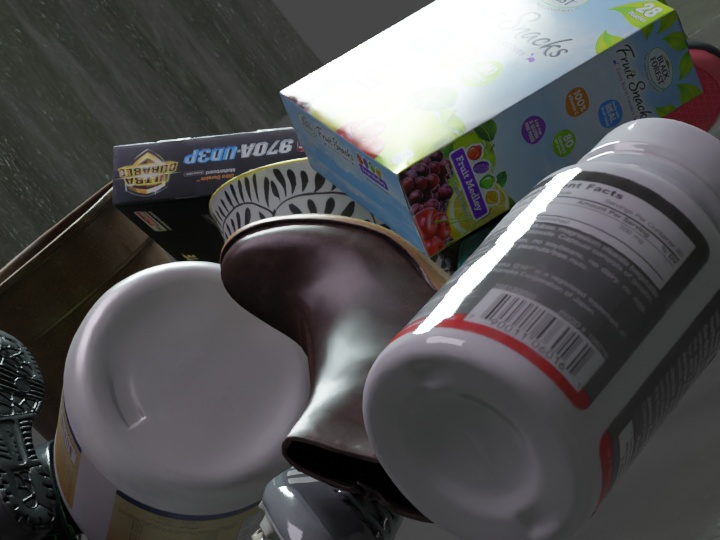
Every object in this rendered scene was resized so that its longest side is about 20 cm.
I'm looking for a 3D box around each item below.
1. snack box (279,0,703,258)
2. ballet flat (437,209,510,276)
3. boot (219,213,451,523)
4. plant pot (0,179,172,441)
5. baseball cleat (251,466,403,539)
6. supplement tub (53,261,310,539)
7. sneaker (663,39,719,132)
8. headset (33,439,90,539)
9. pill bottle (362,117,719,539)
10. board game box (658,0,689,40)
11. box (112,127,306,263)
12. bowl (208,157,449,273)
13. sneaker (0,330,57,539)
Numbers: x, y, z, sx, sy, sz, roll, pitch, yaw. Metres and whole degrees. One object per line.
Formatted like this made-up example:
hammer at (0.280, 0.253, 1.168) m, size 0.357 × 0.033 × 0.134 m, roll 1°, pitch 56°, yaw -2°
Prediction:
snack box at (0.076, -0.108, 1.608) m, size 0.200 × 0.068 × 0.169 m, roll -30°, pitch 31°, yaw -14°
ballet flat at (0.082, -0.008, 1.582) m, size 0.072 × 0.072 × 0.200 m, roll -37°, pitch 20°, yaw 16°
boot at (-0.005, 0.044, 1.314) m, size 0.166 × 0.200 × 0.072 m, roll -45°, pitch -29°, yaw -58°
plant pot at (-0.198, 0.064, 2.075) m, size 0.200 × 0.198 × 0.200 m, roll -39°, pitch 7°, yaw 5°
baseball cleat at (0.003, 0.104, 1.341) m, size 0.106 × 0.070 × 0.200 m, roll -39°, pitch 8°, yaw 6°
supplement tub at (-0.101, 0.092, 1.517) m, size 0.144 × 0.144 × 0.200 m, roll -42°, pitch -9°, yaw -21°
sneaker at (0.154, -0.060, 1.651) m, size 0.200 × 0.074 × 0.087 m, roll -39°, pitch 24°, yaw 21°
headset at (-0.164, 0.163, 1.677) m, size 0.094 × 0.124 × 0.200 m, roll -20°, pitch -3°, yaw 1°
pill bottle at (0.098, 0.023, 1.184) m, size 0.114 × 0.114 × 0.200 m, roll -31°, pitch 11°, yaw 48°
board game box at (0.130, -0.144, 1.838) m, size 0.200 × 0.135 × 0.045 m, roll -36°, pitch 4°, yaw -31°
box at (-0.065, -0.044, 1.847) m, size 0.159 × 0.046 × 0.200 m, roll -5°, pitch -17°, yaw 13°
bowl at (0.000, 0.000, 1.754) m, size 0.200 × 0.094 × 0.201 m, roll -2°, pitch -18°, yaw -1°
sneaker at (-0.230, 0.133, 1.572) m, size 0.104 × 0.060 × 0.200 m, roll -48°, pitch 38°, yaw 27°
